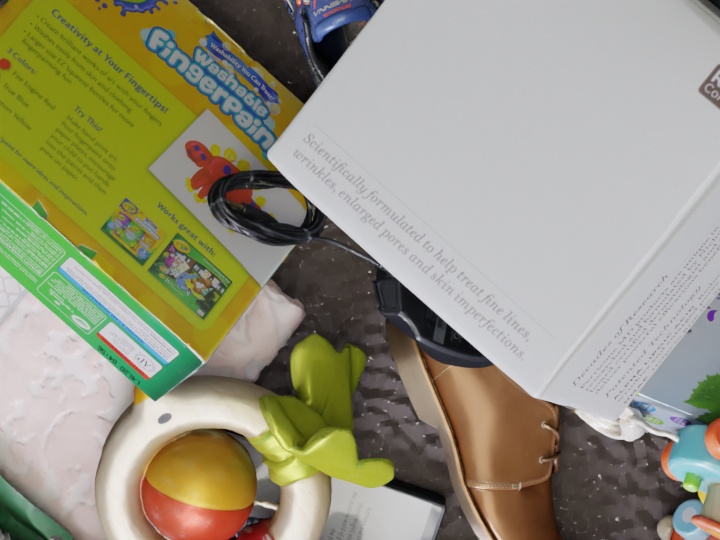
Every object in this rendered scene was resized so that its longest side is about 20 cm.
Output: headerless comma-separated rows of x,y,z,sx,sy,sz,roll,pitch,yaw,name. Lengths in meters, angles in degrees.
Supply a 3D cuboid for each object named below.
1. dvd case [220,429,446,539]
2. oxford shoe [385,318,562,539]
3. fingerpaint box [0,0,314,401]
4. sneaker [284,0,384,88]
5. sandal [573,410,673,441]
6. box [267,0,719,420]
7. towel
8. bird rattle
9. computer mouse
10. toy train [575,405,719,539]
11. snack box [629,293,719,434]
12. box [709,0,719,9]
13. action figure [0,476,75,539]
-0.068,0.167,1.706,0.199,0.025,0.151,19,103,-2,dvd case
0.086,0.104,1.658,0.071,0.071,0.201,-23,100,13,oxford shoe
-0.127,-0.061,1.583,0.200,0.167,0.073,41,146,-8,fingerpaint box
-0.010,-0.155,1.598,0.075,0.078,0.201,-23,102,7,sneaker
0.122,0.045,1.635,0.200,0.082,0.055,43,82,-5,sandal
0.100,-0.065,1.488,0.199,0.131,0.200,42,99,23,box
-0.162,0.038,1.660,0.191,0.032,0.200,41,100,1,towel
-0.065,0.127,1.635,0.162,0.113,0.201,16,120,-3,bird rattle
0.000,0.000,1.582,0.199,0.034,0.059,28,59,-25,computer mouse
0.193,0.138,1.598,0.150,0.200,0.056,5,64,35,toy train
0.193,-0.012,1.594,0.142,0.053,0.201,21,75,-2,snack box
0.206,-0.259,1.544,0.197,0.117,0.200,43,103,-8,box
-0.177,0.181,1.636,0.199,0.055,0.118,31,83,-1,action figure
